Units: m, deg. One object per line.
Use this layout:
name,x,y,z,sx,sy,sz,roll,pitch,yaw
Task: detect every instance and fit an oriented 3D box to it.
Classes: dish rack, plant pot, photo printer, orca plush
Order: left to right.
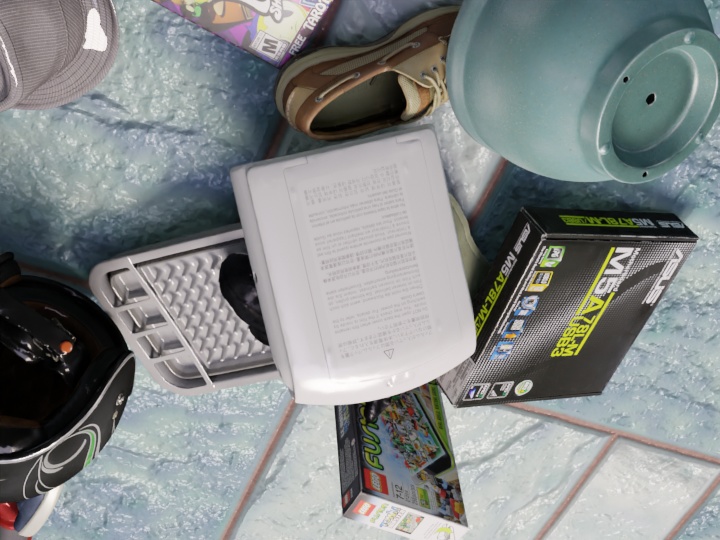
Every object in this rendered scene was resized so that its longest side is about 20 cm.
dish rack,-0.123,0.030,0.939,0.199,0.044,0.172,-12,126,22
orca plush,-0.044,0.069,0.881,0.105,0.071,0.200,-21,124,26
photo printer,0.000,0.000,0.815,0.166,0.069,0.201,-15,97,-12
plant pot,0.181,-0.146,0.769,0.199,0.134,0.201,-17,130,-21

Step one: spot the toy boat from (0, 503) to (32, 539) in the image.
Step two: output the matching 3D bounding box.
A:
toy boat,-0.432,0.265,1.042,0.199,0.131,0.131,10,124,-13

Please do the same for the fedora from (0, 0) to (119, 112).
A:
fedora,-0.278,-0.183,0.746,0.176,0.090,0.200,-17,123,21

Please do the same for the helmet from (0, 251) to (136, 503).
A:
helmet,-0.284,0.092,0.863,0.199,0.201,0.191,10,162,-13

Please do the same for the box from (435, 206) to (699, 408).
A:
box,0.187,0.036,0.957,0.192,0.048,0.201,2,127,-32

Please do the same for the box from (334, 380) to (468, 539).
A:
box,0.032,0.157,0.969,0.110,0.200,0.035,22,121,-20

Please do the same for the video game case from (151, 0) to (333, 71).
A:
video game case,-0.081,-0.268,0.756,0.181,0.036,0.200,26,119,-20

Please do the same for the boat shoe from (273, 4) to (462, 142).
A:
boat shoe,0.035,-0.145,0.817,0.199,0.074,0.076,-20,133,-8

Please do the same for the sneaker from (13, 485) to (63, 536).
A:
sneaker,-0.318,0.161,1.010,0.084,0.075,0.201,18,104,-16

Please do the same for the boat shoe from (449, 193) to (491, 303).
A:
boat shoe,0.075,0.000,0.952,0.072,0.060,0.202,-40,129,-20
